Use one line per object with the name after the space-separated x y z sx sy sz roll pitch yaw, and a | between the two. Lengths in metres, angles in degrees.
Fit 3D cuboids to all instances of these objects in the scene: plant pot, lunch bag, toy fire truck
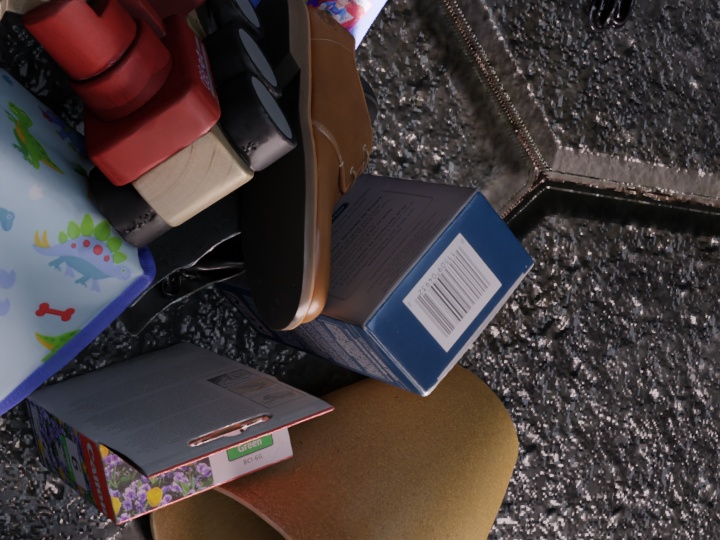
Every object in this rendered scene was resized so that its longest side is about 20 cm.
0.003 0.146 0.861 0.200 0.186 0.187 -39 115 -36 | plant pot
-0.231 -0.008 0.716 0.200 0.128 0.170 -42 119 14 | lunch bag
-0.144 -0.128 0.675 0.128 0.177 0.200 -31 128 11 | toy fire truck

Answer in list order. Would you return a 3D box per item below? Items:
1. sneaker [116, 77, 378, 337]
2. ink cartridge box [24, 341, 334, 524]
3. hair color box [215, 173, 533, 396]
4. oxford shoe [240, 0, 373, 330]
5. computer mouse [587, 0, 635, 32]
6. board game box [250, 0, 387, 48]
-0.063 -0.042 0.816 0.199 0.060 0.105 -19 62 -20 | sneaker
-0.101 0.091 0.759 0.108 0.200 0.051 -18 106 -27 | ink cartridge box
0.000 0.000 0.806 0.100 0.200 0.061 -48 117 -15 | hair color box
-0.023 -0.060 0.766 0.071 0.071 0.202 16 63 -32 | oxford shoe
0.154 -0.271 0.948 0.200 0.046 0.141 37 79 -29 | computer mouse
-0.069 -0.198 0.787 0.199 0.045 0.135 17 124 -31 | board game box
